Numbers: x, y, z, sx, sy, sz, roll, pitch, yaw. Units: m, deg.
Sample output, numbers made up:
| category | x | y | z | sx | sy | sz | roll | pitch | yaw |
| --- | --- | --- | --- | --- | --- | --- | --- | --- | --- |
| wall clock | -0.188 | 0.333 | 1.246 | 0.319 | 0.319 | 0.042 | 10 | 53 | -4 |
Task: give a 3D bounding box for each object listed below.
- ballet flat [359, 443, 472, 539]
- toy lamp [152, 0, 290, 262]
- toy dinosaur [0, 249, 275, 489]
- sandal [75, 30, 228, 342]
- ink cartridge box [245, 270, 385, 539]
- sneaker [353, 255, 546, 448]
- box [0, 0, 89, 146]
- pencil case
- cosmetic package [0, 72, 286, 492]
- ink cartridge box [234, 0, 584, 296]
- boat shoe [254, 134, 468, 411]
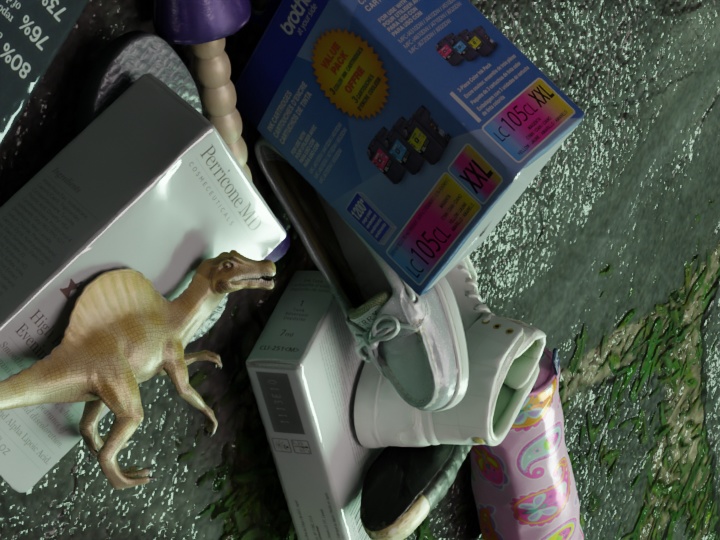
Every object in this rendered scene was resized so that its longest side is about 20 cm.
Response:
| category | x | y | z | sx | sy | sz | roll | pitch | yaw |
| --- | --- | --- | --- | --- | --- | --- | --- | --- | --- |
| ballet flat | 0.052 | 0.128 | 1.215 | 0.057 | 0.066 | 0.200 | 68 | 28 | -18 |
| toy lamp | -0.079 | -0.095 | 1.023 | 0.058 | 0.058 | 0.201 | -40 | 133 | -36 |
| toy dinosaur | -0.127 | 0.052 | 0.897 | 0.199 | 0.058 | 0.102 | -28 | 119 | -38 |
| sandal | -0.124 | -0.043 | 1.007 | 0.076 | 0.043 | 0.202 | -32 | 134 | -30 |
| ink cartridge box | -0.007 | 0.080 | 1.210 | 0.174 | 0.043 | 0.201 | -63 | 148 | -46 |
| sneaker | 0.075 | 0.033 | 1.201 | 0.074 | 0.114 | 0.201 | 60 | 38 | -50 |
| box | -0.230 | -0.100 | 0.779 | 0.201 | 0.104 | 0.148 | -60 | 143 | -15 |
| pencil case | 0.124 | 0.142 | 1.376 | 0.087 | 0.087 | 0.201 | -40 | 133 | -36 |
| cosmetic package | -0.143 | 0.007 | 0.931 | 0.200 | 0.074 | 0.102 | -44 | 139 | -9 |
| ink cartridge box | 0.011 | -0.105 | 1.029 | 0.076 | 0.200 | 0.137 | -38 | 170 | -38 |
| boat shoe | 0.001 | -0.001 | 1.105 | 0.064 | 0.074 | 0.204 | -25 | 92 | -38 |
